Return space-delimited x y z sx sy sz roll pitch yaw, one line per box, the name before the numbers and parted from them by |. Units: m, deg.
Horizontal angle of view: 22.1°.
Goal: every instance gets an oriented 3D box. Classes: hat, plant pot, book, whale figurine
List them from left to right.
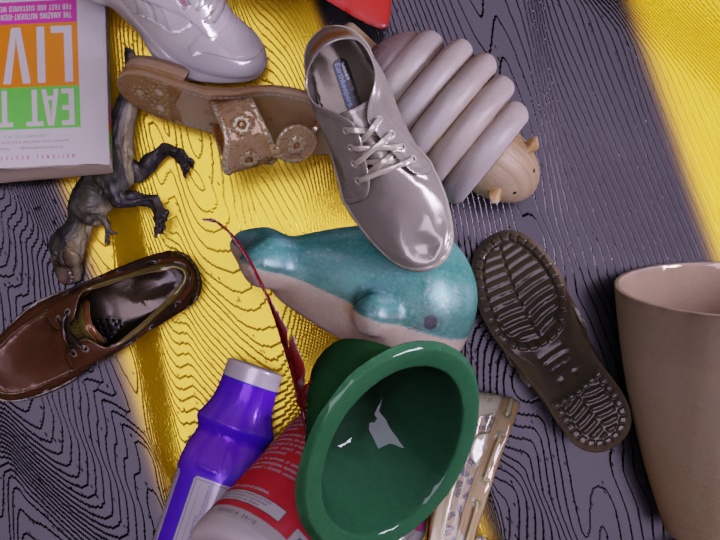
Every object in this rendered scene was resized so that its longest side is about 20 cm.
book | -0.269 -0.174 1.491 0.133 0.048 0.201 -4 77 -2
hat | -0.024 0.084 1.385 0.165 0.176 0.201 -4 117 -40
whale figurine | 0.000 0.000 1.443 0.199 0.159 0.104 22 101 -15
plant pot | 0.288 0.111 1.448 0.186 0.187 0.201 1 102 -1

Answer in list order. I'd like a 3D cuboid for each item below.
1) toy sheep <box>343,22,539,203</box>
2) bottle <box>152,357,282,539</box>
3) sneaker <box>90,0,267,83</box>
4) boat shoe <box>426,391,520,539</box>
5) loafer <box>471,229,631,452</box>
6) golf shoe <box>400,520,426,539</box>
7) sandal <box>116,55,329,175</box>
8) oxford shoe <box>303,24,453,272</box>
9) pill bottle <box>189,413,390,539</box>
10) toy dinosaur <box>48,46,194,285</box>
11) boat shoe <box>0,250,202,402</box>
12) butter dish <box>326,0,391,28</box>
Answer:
toy sheep | 0.059 -0.124 1.461 0.200 0.138 0.138 36 88 0
bottle | -0.116 0.172 1.475 0.065 0.084 0.201 18 88 12
sneaker | -0.148 -0.223 1.459 0.200 0.075 0.100 35 132 -18
boat shoe | 0.087 0.196 1.482 0.062 0.073 0.201 7 88 2
loafer | 0.151 0.062 1.493 0.076 0.067 0.201 -26 74 0
golf shoe | -0.021 0.267 1.490 0.200 0.075 0.092 -37 118 -7
sandal | -0.103 -0.106 1.445 0.211 0.078 0.070 16 59 15
oxford shoe | 0.009 -0.091 1.379 0.075 0.058 0.201 -23 90 2
pill bottle | -0.031 0.175 1.431 0.112 0.112 0.200 44 57 0
toy dinosaur | -0.189 -0.077 1.501 0.088 0.047 0.201 19 85 6
boat shoe | -0.222 0.041 1.483 0.199 0.068 0.072 -33 91 -1
butter dish | -0.071 -0.298 1.454 0.147 0.200 0.201 -8 75 28
